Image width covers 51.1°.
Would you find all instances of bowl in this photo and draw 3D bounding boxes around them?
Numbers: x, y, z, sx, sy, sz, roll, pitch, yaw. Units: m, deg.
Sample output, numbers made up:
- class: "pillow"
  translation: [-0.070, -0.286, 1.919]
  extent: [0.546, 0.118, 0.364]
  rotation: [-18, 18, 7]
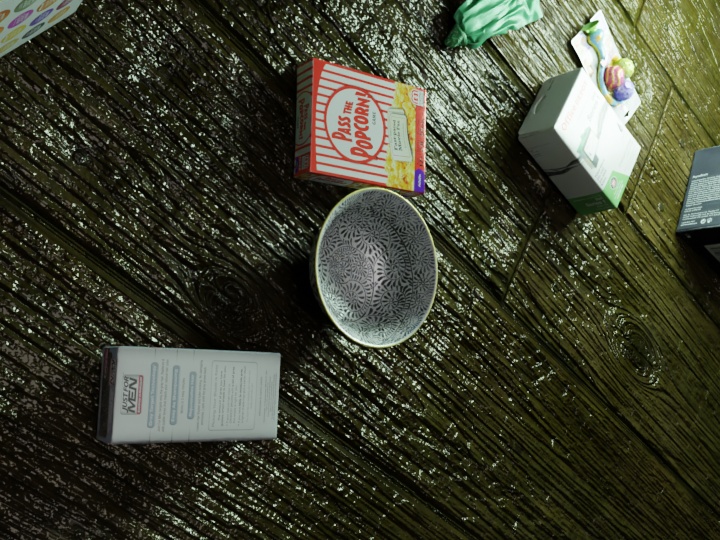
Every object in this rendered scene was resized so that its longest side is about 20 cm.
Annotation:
- class: "bowl"
  translation: [0.000, 0.000, 0.999]
  extent: [0.197, 0.093, 0.206]
  rotation: [4, 83, -35]

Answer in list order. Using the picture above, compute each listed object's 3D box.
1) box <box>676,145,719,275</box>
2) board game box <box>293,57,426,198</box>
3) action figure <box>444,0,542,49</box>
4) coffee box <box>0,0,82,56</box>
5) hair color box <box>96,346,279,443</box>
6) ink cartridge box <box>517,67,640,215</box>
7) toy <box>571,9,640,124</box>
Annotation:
- class: "box"
  translation: [0.768, -0.121, 1.548]
  extent: [0.195, 0.116, 0.204]
  rotation: [33, 67, -28]
- class: "board game box"
  translation: [0.003, -0.192, 1.047]
  extent: [0.196, 0.046, 0.156]
  rotation: [5, 83, -35]
- class: "action figure"
  translation: [0.204, -0.414, 1.207]
  extent: [0.199, 0.054, 0.119]
  rotation: [-40, 110, -24]
- class: "coffee box"
  translation: [-0.375, -0.319, 0.694]
  extent: [0.198, 0.198, 0.202]
  rotation: [-45, 110, -30]
- class: "hair color box"
  translation: [-0.192, 0.142, 0.861]
  extent: [0.196, 0.060, 0.102]
  rotation: [7, 81, -36]
- class: "ink cartridge box"
  translation: [0.378, -0.220, 1.295]
  extent: [0.200, 0.084, 0.148]
  rotation: [42, 63, -26]
- class: "toy"
  translation: [0.473, -0.371, 1.399]
  extent: [0.115, 0.047, 0.202]
  rotation: [-46, 111, -27]
